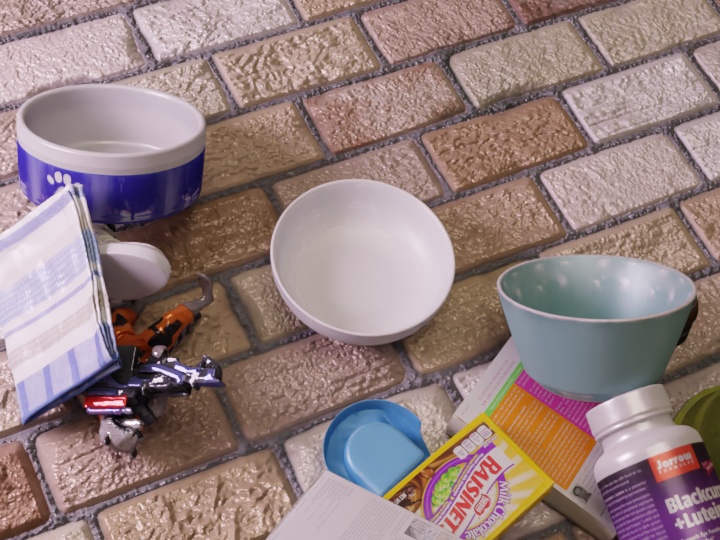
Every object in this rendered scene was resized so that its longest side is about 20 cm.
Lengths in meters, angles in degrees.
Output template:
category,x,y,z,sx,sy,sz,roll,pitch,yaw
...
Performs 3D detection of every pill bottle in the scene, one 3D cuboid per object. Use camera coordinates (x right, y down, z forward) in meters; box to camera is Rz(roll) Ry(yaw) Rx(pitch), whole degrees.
category,x,y,z,sx,sy,sz,roll,pitch,yaw
pill bottle,0.292,0.217,1.330,0.110,0.112,0.202,-15,73,-18

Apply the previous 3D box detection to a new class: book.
category,x,y,z,sx,sy,sz,roll,pitch,yaw
book,0.206,0.169,1.425,0.199,0.048,0.134,34,57,11

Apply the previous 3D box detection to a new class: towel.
category,x,y,z,sx,sy,sz,roll,pitch,yaw
towel,-0.306,0.031,1.359,0.024,0.146,0.202,16,51,-53

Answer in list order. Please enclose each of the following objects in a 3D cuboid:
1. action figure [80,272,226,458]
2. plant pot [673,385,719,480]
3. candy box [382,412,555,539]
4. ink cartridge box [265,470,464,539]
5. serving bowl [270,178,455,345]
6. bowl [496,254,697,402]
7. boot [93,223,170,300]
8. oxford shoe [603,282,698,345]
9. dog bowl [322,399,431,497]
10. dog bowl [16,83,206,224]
category,x,y,z,sx,sy,sz,roll,pitch,yaw
action figure,-0.199,0.097,1.377,0.198,0.105,0.195,6,58,25
plant pot,0.430,0.167,1.361,0.198,0.185,0.202,8,58,-13
candy box,0.083,0.230,1.317,0.200,0.026,0.102,-37,71,-27
ink cartridge box,0.023,0.264,1.216,0.199,0.051,0.109,24,40,19
serving bowl,0.000,0.000,1.491,0.198,0.066,0.202,4,57,-6
bowl,0.237,0.062,1.398,0.199,0.106,0.201,-2,19,1
boot,-0.270,-0.024,1.422,0.198,0.074,0.096,-4,47,27
oxford shoe,0.273,0.020,1.510,0.198,0.085,0.073,9,57,-1
dog bowl,0.047,0.218,1.365,0.200,0.050,0.111,41,60,18
dog bowl,-0.265,-0.127,1.476,0.198,0.079,0.201,5,28,-3
